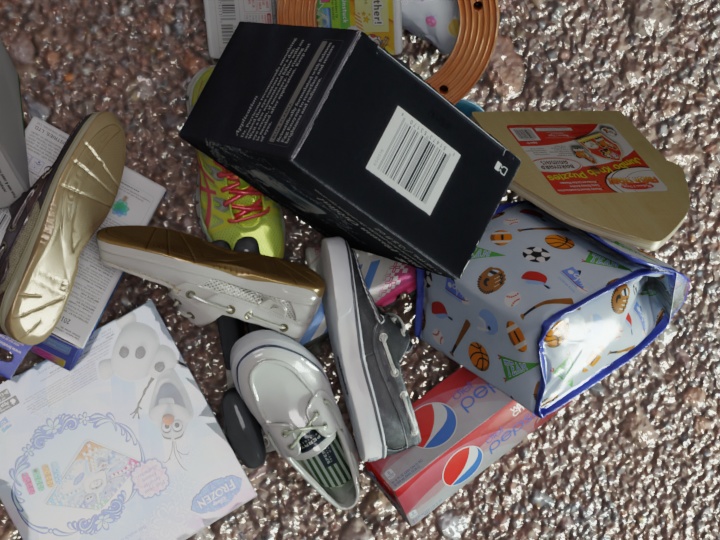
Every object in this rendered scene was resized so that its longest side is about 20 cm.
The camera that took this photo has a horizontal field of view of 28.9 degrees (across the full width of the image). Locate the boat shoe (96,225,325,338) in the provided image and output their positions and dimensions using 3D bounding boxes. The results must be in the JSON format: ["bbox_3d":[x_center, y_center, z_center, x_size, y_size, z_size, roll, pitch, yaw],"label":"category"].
[{"bbox_3d":[-0.131,0.016,1.175,0.197,0.071,0.070,16,109,-11],"label":"boat shoe"}]

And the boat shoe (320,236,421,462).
[{"bbox_3d":[0.012,0.065,1.219,0.067,0.072,0.203,-14,97,-10],"label":"boat shoe"}]

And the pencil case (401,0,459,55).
[{"bbox_3d":[0.025,-0.280,1.291,0.198,0.091,0.084,29,81,-8],"label":"pencil case"}]

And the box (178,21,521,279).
[{"bbox_3d":[-0.011,-0.101,1.150,0.196,0.199,0.119,34,82,-33],"label":"box"}]

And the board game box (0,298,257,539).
[{"bbox_3d":[-0.224,0.163,1.239,0.198,0.043,0.201,-29,91,-12],"label":"board game box"}]

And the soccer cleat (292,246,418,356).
[{"bbox_3d":[0.000,0.000,1.280,0.199,0.070,0.087,-33,94,-11],"label":"soccer cleat"}]

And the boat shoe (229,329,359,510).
[{"bbox_3d":[-0.045,0.132,1.214,0.073,0.067,0.201,-33,130,5],"label":"boat shoe"}]

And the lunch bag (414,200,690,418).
[{"bbox_3d":[0.172,0.013,1.248,0.198,0.169,0.125,-23,131,-33],"label":"lunch bag"}]

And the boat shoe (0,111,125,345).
[{"bbox_3d":[-0.252,-0.040,1.126,0.064,0.072,0.203,11,74,28],"label":"boat shoe"}]

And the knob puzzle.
[{"bbox_3d":[0.213,-0.078,1.275,0.216,0.221,0.031,10,127,-11],"label":"knob puzzle"}]

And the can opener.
[{"bbox_3d":[-0.101,0.075,1.238,0.052,0.067,0.203,-6,106,8],"label":"can opener"}]

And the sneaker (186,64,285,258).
[{"bbox_3d":[-0.113,-0.089,1.252,0.077,0.090,0.203,-17,92,-13],"label":"sneaker"}]

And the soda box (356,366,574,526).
[{"bbox_3d":[0.098,0.140,1.283,0.199,0.070,0.064,-36,137,-11],"label":"soda box"}]

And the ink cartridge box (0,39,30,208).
[{"bbox_3d":[-0.385,-0.111,1.153,0.197,0.084,0.146,-15,57,0],"label":"ink cartridge box"}]

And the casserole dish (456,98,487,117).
[{"bbox_3d":[0.036,-0.103,1.310,0.197,0.039,0.123,2,86,-12],"label":"casserole dish"}]

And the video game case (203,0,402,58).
[{"bbox_3d":[-0.055,-0.288,1.237,0.179,0.023,0.203,0,117,6],"label":"video game case"}]

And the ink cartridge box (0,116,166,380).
[{"bbox_3d":[-0.273,-0.010,1.195,0.135,0.076,0.202,28,63,-8],"label":"ink cartridge box"}]

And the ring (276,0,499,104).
[{"bbox_3d":[0.024,-0.225,1.238,0.197,0.019,0.203,3,117,5],"label":"ring"}]
